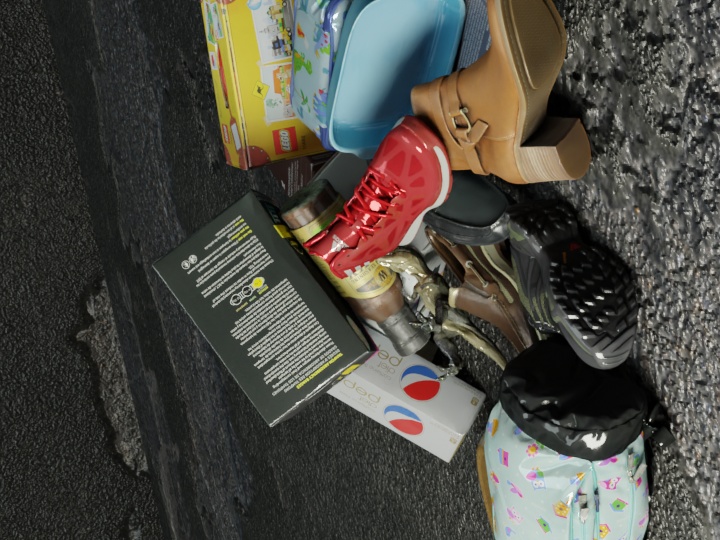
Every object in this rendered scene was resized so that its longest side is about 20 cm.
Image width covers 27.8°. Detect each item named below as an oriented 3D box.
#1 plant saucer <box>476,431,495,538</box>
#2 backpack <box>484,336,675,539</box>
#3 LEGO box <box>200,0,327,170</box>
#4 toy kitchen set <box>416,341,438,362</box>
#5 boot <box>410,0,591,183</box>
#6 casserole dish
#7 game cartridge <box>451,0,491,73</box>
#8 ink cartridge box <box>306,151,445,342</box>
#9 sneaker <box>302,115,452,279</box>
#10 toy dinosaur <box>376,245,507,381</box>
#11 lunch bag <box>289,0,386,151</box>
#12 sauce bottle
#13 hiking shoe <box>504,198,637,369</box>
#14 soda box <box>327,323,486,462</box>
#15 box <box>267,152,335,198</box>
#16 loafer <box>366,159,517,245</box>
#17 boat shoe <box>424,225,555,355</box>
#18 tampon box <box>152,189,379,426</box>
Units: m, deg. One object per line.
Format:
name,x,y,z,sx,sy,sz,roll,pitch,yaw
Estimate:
plant saucer,0.155,0.241,1.468,0.200,0.035,0.201,166,90,-84
backpack,0.185,0.182,1.294,0.167,0.126,0.201,40,143,52
LEGO box,-0.081,-0.223,1.567,0.077,0.148,0.201,-157,57,-65
toy kitchen set,-0.022,0.037,1.705,0.164,0.199,0.180,-63,19,-10
boot,0.104,-0.162,1.258,0.154,0.074,0.201,8,125,45
casserole dish,0.027,-0.192,1.356,0.039,0.121,0.201,58,147,39
game cartridge,0.120,-0.194,1.346,0.200,0.041,0.133,102,151,-50
ink cartridge box,0.013,-0.017,1.572,0.145,0.083,0.200,29,144,14
sneaker,0.013,-0.052,1.344,0.078,0.115,0.200,41,152,16
toy dinosaur,0.086,0.055,1.433,0.047,0.088,0.200,-36,100,34
lunch bag,0.016,-0.224,1.422,0.082,0.160,0.201,48,148,35
sauce bottle,0.000,0.000,1.476,0.200,0.065,0.065,51,165,-17
hiking shoe,0.187,0.026,1.282,0.200,0.075,0.101,-113,12,-46
soda box,0.032,0.124,1.585,0.199,0.064,0.068,29,146,6
box,-0.070,-0.154,1.809,0.200,0.075,0.100,-123,28,-45
loafer,0.074,-0.078,1.408,0.200,0.068,0.070,28,165,47
boat shoe,0.121,0.023,1.409,0.075,0.075,0.203,75,171,-53
tampon box,-0.090,0.039,1.481,0.200,0.126,0.150,54,-177,4
